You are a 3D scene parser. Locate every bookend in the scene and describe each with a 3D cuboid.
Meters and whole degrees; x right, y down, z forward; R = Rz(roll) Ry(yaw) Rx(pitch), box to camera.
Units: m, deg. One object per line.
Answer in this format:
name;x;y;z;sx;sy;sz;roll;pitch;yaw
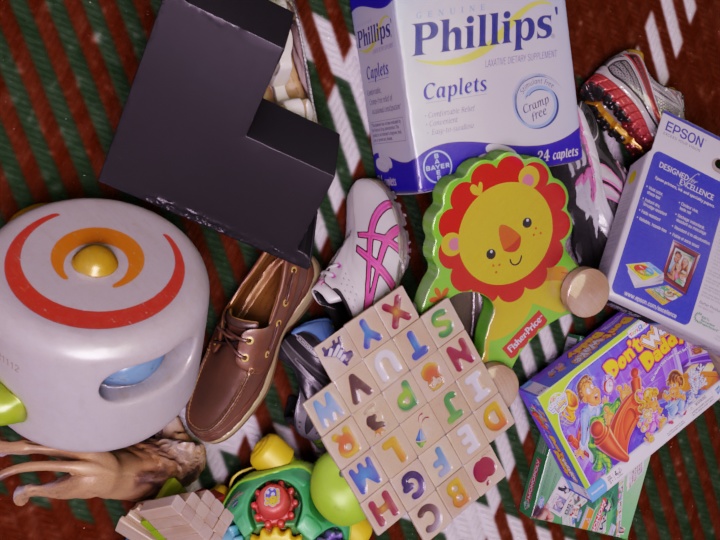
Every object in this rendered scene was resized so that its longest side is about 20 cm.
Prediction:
bookend;-0.091;-0.135;0.789;0.196;0.093;0.201;22;124;-13

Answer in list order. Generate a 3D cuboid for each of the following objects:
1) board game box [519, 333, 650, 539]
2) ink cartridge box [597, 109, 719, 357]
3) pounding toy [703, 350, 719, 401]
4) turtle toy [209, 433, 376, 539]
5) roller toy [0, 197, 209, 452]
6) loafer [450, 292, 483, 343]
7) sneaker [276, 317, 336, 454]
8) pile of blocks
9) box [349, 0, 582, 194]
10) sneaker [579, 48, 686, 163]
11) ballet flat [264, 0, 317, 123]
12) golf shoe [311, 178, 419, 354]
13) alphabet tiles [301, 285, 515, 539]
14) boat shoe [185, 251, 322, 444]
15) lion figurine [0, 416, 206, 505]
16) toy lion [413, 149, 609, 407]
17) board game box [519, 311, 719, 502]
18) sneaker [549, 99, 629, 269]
board game box;0.263;0.185;1.039;0.133;0.029;0.203;17;89;-21
ink cartridge box;0.352;-0.029;0.961;0.195;0.047;0.203;23;79;-11
pounding toy;0.499;0.086;1.054;0.200;0.142;0.185;44;81;-17
turtle toy;-0.057;0.231;0.860;0.146;0.101;0.200;43;104;-10
roller toy;-0.215;0.035;0.758;0.179;0.202;0.141;11;130;-7
loafer;0.102;0.060;0.945;0.069;0.075;0.204;-11;98;-22
sneaker;-0.030;0.146;0.918;0.081;0.071;0.203;-17;104;6
pile of blocks;-0.169;0.229;0.829;0.081;0.201;0.062;33;46;-3
box;0.102;-0.190;0.909;0.181;0.105;0.204;-12;98;-19
sneaker;0.328;-0.153;1.008;0.200;0.078;0.082;45;79;-18
ballet flat;-0.075;-0.168;0.867;0.071;0.072;0.204;-14;99;-18
golf shoe;0.000;0.000;0.874;0.091;0.073;0.203;4;63;-18
alphabet tiles;0.046;0.126;0.820;0.165;0.006;0.202;-33;100;-21
boat shoe;-0.108;0.060;0.862;0.202;0.071;0.068;-61;154;-9
lion figurine;-0.218;0.170;0.799;0.120;0.200;0.074;-1;88;14
toy lion;0.123;0.000;0.871;0.200;0.069;0.192;-45;110;-4
board game box;0.281;0.129;1.001;0.199;0.045;0.136;-34;104;-14
sneaker;0.256;-0.087;0.998;0.086;0.080;0.203;-30;112;-27
